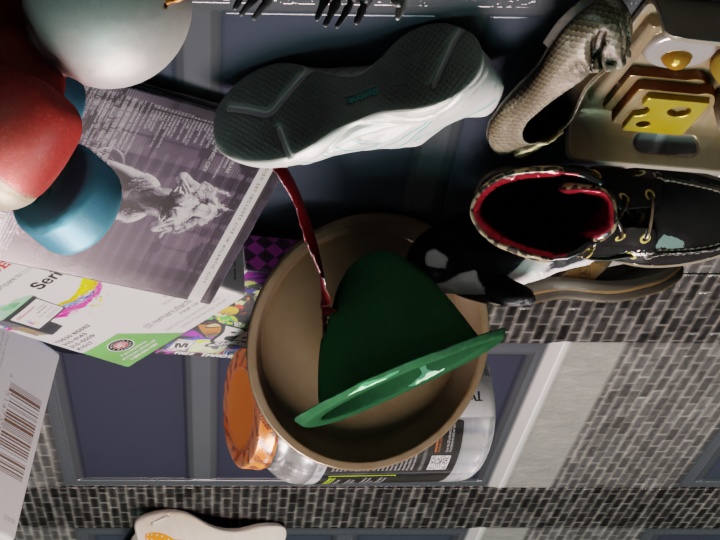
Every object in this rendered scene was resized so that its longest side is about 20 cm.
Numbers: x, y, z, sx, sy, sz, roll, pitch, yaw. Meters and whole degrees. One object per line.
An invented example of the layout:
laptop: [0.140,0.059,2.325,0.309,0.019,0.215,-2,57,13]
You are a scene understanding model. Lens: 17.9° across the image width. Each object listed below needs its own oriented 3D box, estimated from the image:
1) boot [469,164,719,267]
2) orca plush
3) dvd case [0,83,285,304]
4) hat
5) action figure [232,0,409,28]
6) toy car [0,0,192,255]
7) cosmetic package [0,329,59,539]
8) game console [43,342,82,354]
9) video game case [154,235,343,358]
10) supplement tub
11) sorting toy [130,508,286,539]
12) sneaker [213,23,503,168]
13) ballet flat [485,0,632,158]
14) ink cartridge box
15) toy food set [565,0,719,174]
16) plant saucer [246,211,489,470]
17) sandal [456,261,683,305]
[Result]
boot: [0.169,-0.039,1.572,0.199,0.074,0.151,8,-176,8]
orca plush: [0.128,-0.030,1.675,0.199,0.105,0.071,2,128,18]
dvd case: [-0.152,-0.056,1.542,0.199,0.016,0.149,13,118,-36]
hat: [0.000,0.000,1.662,0.165,0.177,0.200,-21,172,-24]
action figure: [-0.009,-0.186,1.210,0.118,0.102,0.200,14,159,-7]
toy car: [-0.166,-0.147,1.290,0.200,0.177,0.184,-36,135,10]
cosmetic package: [-0.381,0.111,1.841,0.199,0.168,0.166,4,162,23]
game console: [-0.219,0.018,1.843,0.176,0.031,0.200,-12,157,28]
video game case: [-0.043,0.028,1.839,0.199,0.036,0.181,6,155,-29]
supplement tub: [-0.002,0.110,1.841,0.199,0.123,0.123,1,160,-22]
sorting toy: [-0.180,0.333,2.630,0.179,0.107,0.200,-15,165,-20]
sneaker: [0.000,-0.100,1.483,0.199,0.071,0.080,-11,160,23]
ballet flat: [0.130,-0.114,1.454,0.067,0.046,0.200,-36,170,-25]
ink cartridge box: [-0.206,-0.014,1.653,0.200,0.084,0.145,19,144,-39]
toy food set: [0.228,-0.110,1.476,0.143,0.061,0.200,4,159,-13]
plant saucer: [0.004,0.053,1.750,0.199,0.201,0.029,8,-173,-23]
sandal: [0.160,-0.006,1.756,0.199,0.055,0.082,-1,-173,-20]
